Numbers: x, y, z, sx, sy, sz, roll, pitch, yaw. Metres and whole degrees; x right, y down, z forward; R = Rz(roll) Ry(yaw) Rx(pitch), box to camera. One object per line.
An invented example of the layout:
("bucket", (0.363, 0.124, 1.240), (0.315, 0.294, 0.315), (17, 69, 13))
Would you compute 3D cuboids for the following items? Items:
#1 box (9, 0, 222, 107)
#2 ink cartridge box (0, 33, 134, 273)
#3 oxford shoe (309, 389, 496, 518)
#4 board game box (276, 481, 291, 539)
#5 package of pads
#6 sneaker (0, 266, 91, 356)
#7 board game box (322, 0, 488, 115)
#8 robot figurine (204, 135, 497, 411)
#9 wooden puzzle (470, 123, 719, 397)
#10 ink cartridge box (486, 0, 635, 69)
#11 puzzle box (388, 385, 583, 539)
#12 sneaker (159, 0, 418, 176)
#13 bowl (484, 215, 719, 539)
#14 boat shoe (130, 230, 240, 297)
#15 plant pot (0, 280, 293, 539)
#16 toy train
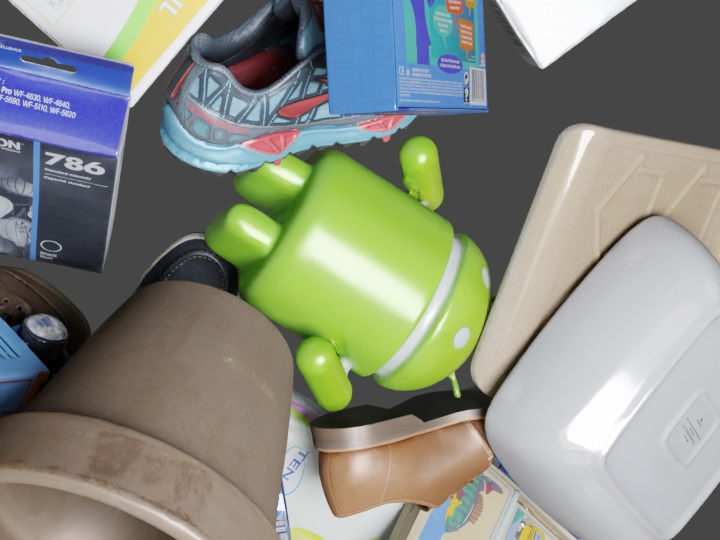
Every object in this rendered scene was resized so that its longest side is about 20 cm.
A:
("box", (-0.109, -0.212, 0.800), (0.101, 0.113, 0.200), (41, 97, -14))
("ink cartridge box", (-0.193, -0.064, 0.803), (0.098, 0.201, 0.040), (12, 61, -8))
("oxford shoe", (0.058, 0.119, 0.886), (0.197, 0.071, 0.073), (-8, 95, -27))
("board game box", (-0.136, 0.236, 0.878), (0.197, 0.062, 0.203), (-9, 109, -6))
("package of pads", (-0.055, 0.168, 0.937), (0.199, 0.068, 0.155), (36, 99, -18))
("sneaker", (-0.272, 0.022, 0.867), (0.198, 0.076, 0.071), (26, 101, -12))
("board game box", (0.026, -0.191, 0.763), (0.044, 0.152, 0.204), (0, 95, 24))
("robot figurine", (0.000, 0.000, 0.870), (0.199, 0.115, 0.177), (32, 69, -14))
("wooden puzzle", (0.170, -0.004, 0.900), (0.198, 0.046, 0.188), (6, 111, -39))
("ink cartridge box", (0.163, -0.234, 0.858), (0.199, 0.050, 0.110), (-36, 106, 3))
("puzzle box", (0.084, 0.197, 0.918), (0.133, 0.025, 0.201), (42, 55, -17))
("sneaker", (-0.025, -0.125, 0.812), (0.198, 0.080, 0.096), (-24, 149, -29))
("bowl", (0.194, 0.088, 0.886), (0.200, 0.074, 0.200), (-49, 132, -7))
("boat shoe", (-0.142, 0.066, 0.903), (0.074, 0.062, 0.201), (31, 99, -12))
("plant pot", (-0.117, 0.104, 0.770), (0.197, 0.176, 0.202), (13, 142, 11))
("toy train", (-0.250, 0.114, 0.834), (0.087, 0.114, 0.202), (41, 113, 29))
